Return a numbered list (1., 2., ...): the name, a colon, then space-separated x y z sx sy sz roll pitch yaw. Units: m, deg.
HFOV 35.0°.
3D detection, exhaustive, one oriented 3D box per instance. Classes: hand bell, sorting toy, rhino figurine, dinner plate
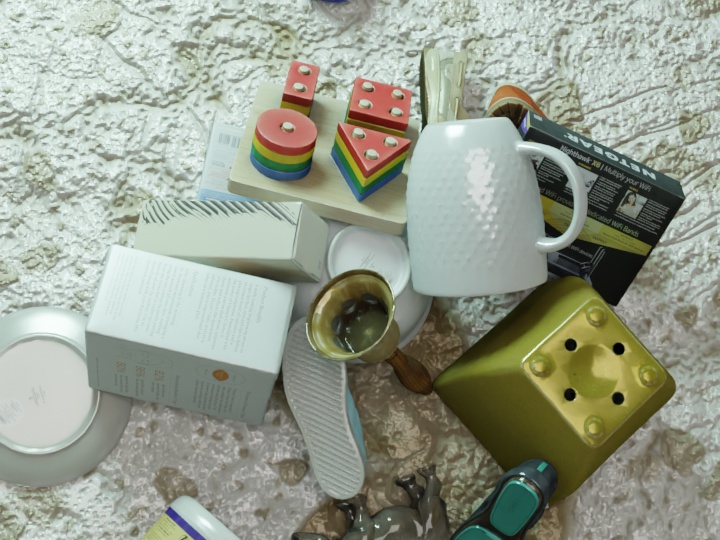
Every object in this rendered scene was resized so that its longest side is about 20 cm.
1. hand bell: 0.034 0.090 1.244 0.104 0.200 0.105 -15 55 23
2. sorting toy: -0.031 -0.151 1.294 0.199 0.070 0.199 14 42 -4
3. rhino figurine: 0.006 0.290 1.252 0.199 0.060 0.088 -21 77 -10
4. dinner plate: -0.353 0.137 1.262 0.199 0.024 0.201 1 77 -6

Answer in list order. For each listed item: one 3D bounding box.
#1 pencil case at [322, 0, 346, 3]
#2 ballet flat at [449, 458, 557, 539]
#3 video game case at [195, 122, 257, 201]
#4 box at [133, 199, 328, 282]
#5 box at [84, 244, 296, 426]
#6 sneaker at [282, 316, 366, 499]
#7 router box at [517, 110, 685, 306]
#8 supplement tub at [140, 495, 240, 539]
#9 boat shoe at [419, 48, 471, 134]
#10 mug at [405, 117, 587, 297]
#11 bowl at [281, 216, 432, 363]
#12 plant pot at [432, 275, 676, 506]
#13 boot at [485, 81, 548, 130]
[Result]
1. pencil case: -0.015 -0.430 1.406 0.086 0.078 0.201 13 76 20
2. ballet flat: 0.155 0.268 1.230 0.073 0.200 0.073 15 43 -14
3. video game case: -0.123 -0.064 1.339 0.142 0.018 0.201 12 76 -5
4. box: -0.142 -0.032 1.246 0.199 0.082 0.069 2 73 22
5. box: -0.182 0.072 1.221 0.199 0.152 0.107 13 60 -5
6. sneaker: -0.040 0.149 1.265 0.073 0.082 0.201 -10 89 2
7. router box: 0.244 -0.069 1.314 0.199 0.052 0.158 25 118 -6
8. supplement tub: -0.194 0.350 1.168 0.145 0.145 0.200 40 76 3
9. boat shoe: 0.106 -0.172 1.367 0.065 0.072 0.201 1 71 -6
10. mug: 0.143 -0.072 1.211 0.199 0.147 0.176 0 101 30
11. bowl: 0.000 0.000 1.292 0.200 0.090 0.202 2 79 -12
12. plant pot: 0.225 0.122 1.245 0.194 0.200 0.196 -40 84 -14
13. boot: 0.224 -0.142 1.371 0.075 0.107 0.200 -35 111 19
